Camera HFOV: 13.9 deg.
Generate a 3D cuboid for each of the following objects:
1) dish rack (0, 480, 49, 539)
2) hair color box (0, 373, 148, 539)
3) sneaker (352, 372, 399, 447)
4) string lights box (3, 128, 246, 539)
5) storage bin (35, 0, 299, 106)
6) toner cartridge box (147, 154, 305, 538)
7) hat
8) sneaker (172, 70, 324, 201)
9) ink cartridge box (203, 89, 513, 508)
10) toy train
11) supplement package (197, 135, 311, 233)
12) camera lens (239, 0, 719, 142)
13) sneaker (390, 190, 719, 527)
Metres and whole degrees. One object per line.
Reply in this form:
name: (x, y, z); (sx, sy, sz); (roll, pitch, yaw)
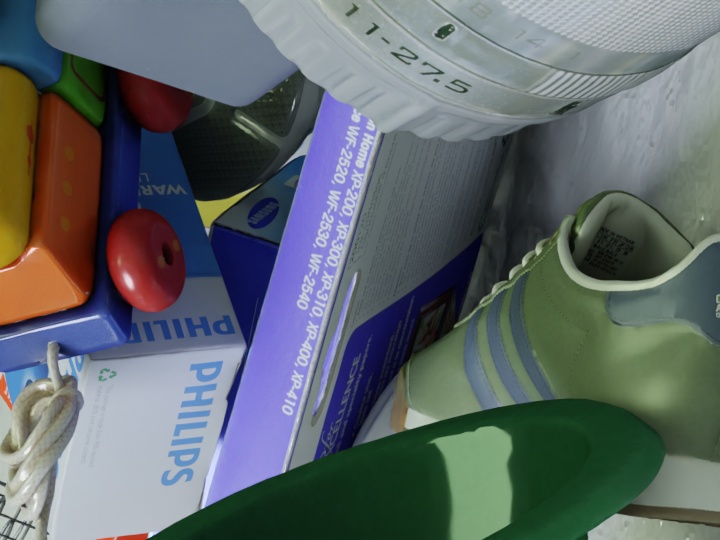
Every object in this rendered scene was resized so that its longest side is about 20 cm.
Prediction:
dish rack: (-0.167, 0.142, 1.405); (0.055, 0.200, 0.153); (-61, 21, 9)
hair color box: (-0.103, 0.022, 1.264); (0.200, 0.111, 0.064); (53, 136, 32)
sneaker: (0.008, 0.120, 1.037); (0.100, 0.075, 0.201); (-152, 72, -71)
string lights box: (-0.101, -0.012, 1.078); (0.103, 0.059, 0.200); (107, 151, -45)
storage bin: (-0.044, -0.156, 0.931); (0.134, 0.145, 0.201); (-39, 43, 49)
toner cartridge box: (-0.040, 0.064, 1.133); (0.095, 0.043, 0.201); (-43, -31, -64)
hat: (0.019, 0.150, 0.786); (0.165, 0.200, 0.177); (-11, 102, 37)
sneaker: (-0.010, -0.100, 1.069); (0.070, 0.080, 0.200); (49, 127, 16)
ink cartridge box: (0.000, 0.000, 1.019); (0.200, 0.043, 0.199); (-40, -32, -67)
toy train: (-0.117, -0.013, 0.938); (0.116, 0.084, 0.201); (47, -145, -50)
supplement package: (-0.084, -0.112, 1.239); (0.152, 0.199, 0.151); (117, 155, -45)
camera lens: (0.066, -0.139, 0.775); (0.200, 0.160, 0.161); (-33, 48, 47)
sneaker: (0.073, 0.021, 0.899); (0.200, 0.067, 0.090); (-166, 85, -67)
